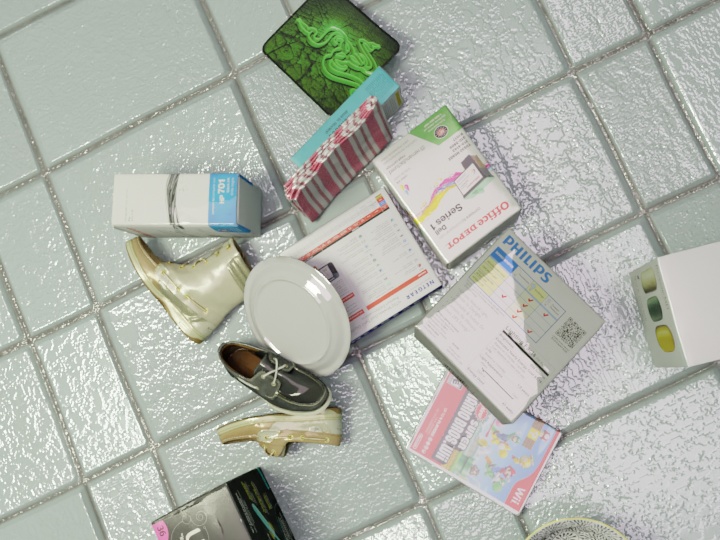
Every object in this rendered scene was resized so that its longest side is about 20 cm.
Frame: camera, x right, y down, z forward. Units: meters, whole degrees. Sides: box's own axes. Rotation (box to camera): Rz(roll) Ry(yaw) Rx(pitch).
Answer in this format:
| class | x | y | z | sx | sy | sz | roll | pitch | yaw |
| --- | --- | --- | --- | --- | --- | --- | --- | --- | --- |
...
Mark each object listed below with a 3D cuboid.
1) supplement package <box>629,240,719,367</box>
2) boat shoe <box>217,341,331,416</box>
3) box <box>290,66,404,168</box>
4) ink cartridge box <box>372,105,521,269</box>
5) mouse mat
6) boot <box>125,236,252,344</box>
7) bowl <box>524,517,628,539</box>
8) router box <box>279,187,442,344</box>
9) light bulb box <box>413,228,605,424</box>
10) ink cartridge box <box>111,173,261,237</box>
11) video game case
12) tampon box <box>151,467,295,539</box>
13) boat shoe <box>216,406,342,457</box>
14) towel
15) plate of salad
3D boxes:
| class | x | y | z | sx | sy | sz | roll | pitch | yaw |
| --- | --- | --- | --- | --- | --- | --- | --- | --- | --- |
| supplement package | 0.486 | 0.046 | 1.196 | 0.149 | 0.200 | 0.154 | -14 | 82 | 5 |
| boat shoe | -0.134 | 0.163 | 1.297 | 0.198 | 0.068 | 0.072 | 22 | 66 | 28 |
| box | -0.019 | -0.222 | 1.345 | 0.049 | 0.082 | 0.200 | 44 | 90 | 11 |
| ink cartridge box | 0.134 | -0.125 | 1.315 | 0.144 | 0.084 | 0.201 | -36 | 82 | 2 |
| mouse mat | -0.051 | -0.360 | 1.376 | 0.161 | 0.008 | 0.200 | -45 | 67 | 1 |
| boot | -0.264 | -0.006 | 1.359 | 0.154 | 0.072 | 0.201 | -39 | 88 | 3 |
| bowl | 0.310 | 0.452 | 1.231 | 0.198 | 0.094 | 0.204 | -1 | 84 | 6 |
| router box | 0.000 | 0.000 | 1.337 | 0.199 | 0.049 | 0.181 | -31 | 82 | 3 |
| light bulb box | 0.214 | 0.086 | 1.256 | 0.200 | 0.125 | 0.198 | -45 | 81 | -6 |
| ink cartridge box | -0.266 | -0.098 | 1.330 | 0.197 | 0.146 | 0.087 | 2 | 86 | 7 |
| video game case | 0.187 | 0.260 | 1.304 | 0.198 | 0.017 | 0.144 | 29 | 88 | 9 |
| tampon box | -0.192 | 0.392 | 1.246 | 0.125 | 0.200 | 0.151 | -28 | 81 | 3 |
| boat shoe | -0.124 | 0.255 | 1.315 | 0.197 | 0.074 | 0.067 | -9 | 78 | 6 |
| towel | -0.027 | -0.165 | 1.307 | 0.200 | 0.146 | 0.030 | -46 | 74 | 0 |
| plate of salad | -0.094 | 0.069 | 1.303 | 0.198 | 0.048 | 0.203 | 15 | 121 | 27 |
